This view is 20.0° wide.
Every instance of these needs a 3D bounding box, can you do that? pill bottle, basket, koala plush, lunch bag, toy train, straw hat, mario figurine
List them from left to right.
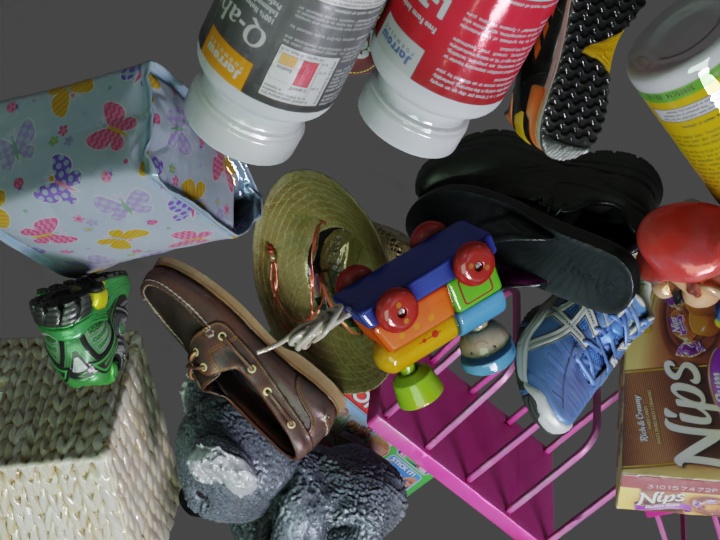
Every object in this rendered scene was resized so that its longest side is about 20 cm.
[{"bbox_3d":[-0.259,0.184,1.776,0.159,0.199,0.201,-5,123,8],"label":"basket"},{"bbox_3d":[-0.192,-0.072,1.632,0.168,0.128,0.200,-13,155,21],"label":"lunch bag"},{"bbox_3d":[-0.081,0.178,1.741,0.183,0.178,0.200,-36,113,15],"label":"koala plush"},{"bbox_3d":[-0.053,-0.184,1.523,0.116,0.117,0.201,24,123,-9],"label":"pill bottle"},{"bbox_3d":[0.000,0.000,1.676,0.085,0.201,0.202,-18,134,-35],"label":"straw hat"},{"bbox_3d":[0.023,0.057,1.535,0.199,0.085,0.116,-31,116,-17],"label":"toy train"},{"bbox_3d":[0.076,-0.186,1.506,0.112,0.113,0.201,23,123,-9],"label":"pill bottle"},{"bbox_3d":[0.280,0.022,1.593,0.200,0.123,0.106,37,94,-26],"label":"mario figurine"},{"bbox_3d":[0.298,-0.109,1.552,0.111,0.111,0.200,-28,116,24],"label":"pill bottle"}]

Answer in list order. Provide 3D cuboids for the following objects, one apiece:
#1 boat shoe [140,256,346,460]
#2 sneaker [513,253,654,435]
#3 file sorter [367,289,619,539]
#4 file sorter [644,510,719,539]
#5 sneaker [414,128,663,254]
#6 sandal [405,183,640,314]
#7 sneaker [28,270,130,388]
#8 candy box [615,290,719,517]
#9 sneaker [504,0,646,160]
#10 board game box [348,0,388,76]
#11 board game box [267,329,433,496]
[{"bbox_3d":[-0.106,0.072,1.668,0.200,0.070,0.070,39,155,6],"label":"boat shoe"},{"bbox_3d":[0.182,0.041,1.611,0.077,0.201,0.076,-12,132,43],"label":"sneaker"},{"bbox_3d":[0.123,0.109,1.702,0.200,0.139,0.125,39,117,-18],"label":"file sorter"},{"bbox_3d":[0.349,0.180,1.728,0.198,0.139,0.126,-13,123,16],"label":"file sorter"},{"bbox_3d":[0.141,-0.057,1.623,0.198,0.091,0.076,4,127,6],"label":"sneaker"},{"bbox_3d":[0.118,-0.015,1.584,0.199,0.048,0.076,17,129,26],"label":"sandal"},{"bbox_3d":[-0.229,0.051,1.685,0.077,0.200,0.086,-11,98,4],"label":"sneaker"},{"bbox_3d":[0.266,0.098,1.642,0.116,0.201,0.057,5,141,4],"label":"candy box"},{"bbox_3d":[0.157,-0.189,1.543,0.070,0.090,0.202,9,105,-34],"label":"sneaker"},{"bbox_3d":[0.012,-0.202,1.583,0.198,0.020,0.104,-6,124,12],"label":"board game box"},{"bbox_3d":[-0.017,0.127,1.806,0.200,0.029,0.134,40,121,-19],"label":"board game box"}]
